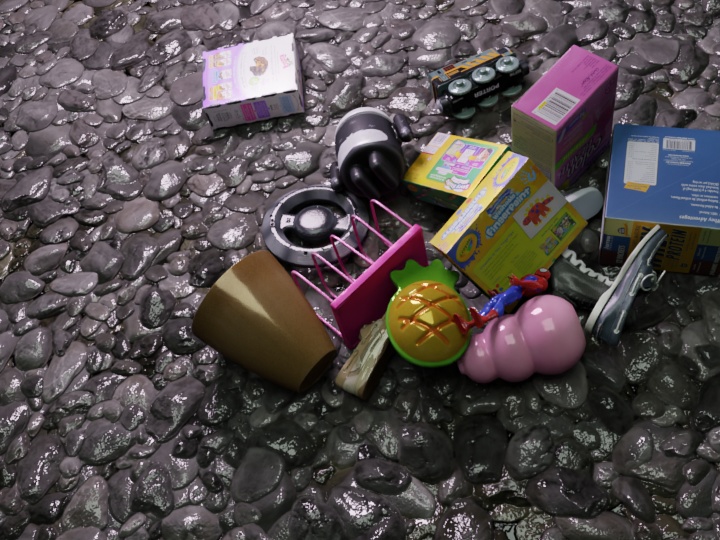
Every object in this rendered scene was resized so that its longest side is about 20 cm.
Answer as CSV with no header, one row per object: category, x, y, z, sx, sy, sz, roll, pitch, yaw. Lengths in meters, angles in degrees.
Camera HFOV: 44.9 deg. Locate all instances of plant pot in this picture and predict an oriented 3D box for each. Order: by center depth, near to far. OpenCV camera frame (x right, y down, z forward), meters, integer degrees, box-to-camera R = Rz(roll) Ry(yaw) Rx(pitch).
plant pot,-0.142,0.102,1.429,0.200,0.187,0.186,41,72,16

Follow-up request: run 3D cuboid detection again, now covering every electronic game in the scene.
electronic game,-0.082,-0.084,1.601,0.198,0.042,0.201,-3,50,4

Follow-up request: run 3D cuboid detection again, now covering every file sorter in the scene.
file sorter,0.000,0.000,1.475,0.200,0.139,0.125,-43,59,-17

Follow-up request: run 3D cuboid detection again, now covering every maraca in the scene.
maraca,0.107,0.064,1.380,0.136,0.107,0.201,2,54,-5

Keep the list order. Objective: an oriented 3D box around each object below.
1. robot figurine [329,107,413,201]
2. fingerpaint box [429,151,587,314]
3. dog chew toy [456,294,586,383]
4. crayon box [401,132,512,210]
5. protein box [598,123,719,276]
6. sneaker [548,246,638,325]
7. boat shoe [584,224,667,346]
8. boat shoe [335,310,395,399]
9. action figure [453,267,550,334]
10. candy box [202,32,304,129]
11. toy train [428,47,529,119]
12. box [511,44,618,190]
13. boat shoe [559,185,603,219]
robot figurine,0.018,-0.214,1.604,0.149,0.125,0.201,-3,40,-6
fingerpaint box,0.240,-0.062,1.418,0.200,0.167,0.073,-49,25,1
dog chew toy,0.247,0.117,1.369,0.199,0.125,0.125,-20,56,7
crayon box,0.175,-0.171,1.539,0.119,0.058,0.200,-52,35,-10
protein box,0.509,-0.119,1.455,0.197,0.135,0.201,7,59,14
sneaker,0.360,0.037,1.431,0.090,0.067,0.200,-41,59,-7
boat shoe,0.421,0.023,1.340,0.062,0.075,0.201,32,80,21
boat shoe,0.026,0.113,1.438,0.064,0.071,0.201,20,63,24
action figure,0.231,0.038,1.355,0.199,0.065,0.052,-23,81,-36
candy box,-0.222,-0.392,1.807,0.198,0.072,0.169,-10,56,5
toy train,0.228,-0.375,1.708,0.199,0.086,0.114,-26,47,-6
box,0.356,-0.253,1.530,0.096,0.200,0.176,36,70,28
boat shoe,0.324,-0.101,1.515,0.199,0.070,0.066,-26,28,-13
